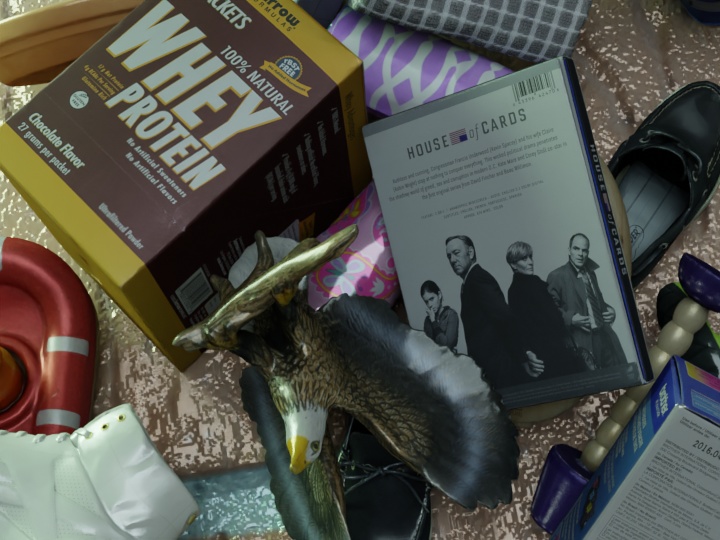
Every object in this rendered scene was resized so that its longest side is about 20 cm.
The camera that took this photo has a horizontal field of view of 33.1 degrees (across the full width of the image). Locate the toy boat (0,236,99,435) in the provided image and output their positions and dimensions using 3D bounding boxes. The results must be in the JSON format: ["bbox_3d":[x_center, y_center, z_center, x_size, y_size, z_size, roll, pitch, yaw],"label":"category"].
[{"bbox_3d":[-0.251,0.068,0.808,0.129,0.131,0.201,-1,65,3],"label":"toy boat"}]

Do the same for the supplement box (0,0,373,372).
[{"bbox_3d":[-0.108,-0.069,0.815,0.133,0.197,0.200,43,78,15],"label":"supplement box"}]

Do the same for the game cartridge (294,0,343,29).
[{"bbox_3d":[-0.015,-0.260,0.856,0.040,0.200,0.134,14,68,-9],"label":"game cartridge"}]

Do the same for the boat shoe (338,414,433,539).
[{"bbox_3d":[0.018,0.129,0.810,0.074,0.062,0.202,8,73,5],"label":"boat shoe"}]

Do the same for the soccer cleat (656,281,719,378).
[{"bbox_3d":[0.223,0.105,0.806,0.080,0.068,0.201,-18,71,7],"label":"soccer cleat"}]

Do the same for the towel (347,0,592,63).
[{"bbox_3d":[0.092,-0.254,0.826,0.164,0.086,0.201,12,106,-12],"label":"towel"}]

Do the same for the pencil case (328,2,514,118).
[{"bbox_3d":[0.059,-0.123,0.886,0.199,0.084,0.086,28,86,15],"label":"pencil case"}]

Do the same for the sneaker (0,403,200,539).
[{"bbox_3d":[-0.188,0.117,0.729,0.199,0.074,0.116,34,64,19],"label":"sneaker"}]

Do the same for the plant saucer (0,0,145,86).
[{"bbox_3d":[-0.181,-0.168,0.868,0.199,0.200,0.038,-14,97,-1],"label":"plant saucer"}]

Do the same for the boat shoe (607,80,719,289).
[{"bbox_3d":[0.210,-0.063,0.861,0.074,0.066,0.200,37,77,13],"label":"boat shoe"}]

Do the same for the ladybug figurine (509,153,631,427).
[{"bbox_3d":[0.118,0.003,0.801,0.135,0.072,0.202,13,102,31],"label":"ladybug figurine"}]

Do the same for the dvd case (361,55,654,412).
[{"bbox_3d":[0.088,-0.015,0.760,0.149,0.025,0.202,-15,87,33],"label":"dvd case"}]

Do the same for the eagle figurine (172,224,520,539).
[{"bbox_3d":[-0.019,0.081,0.737,0.151,0.200,0.151,-2,46,49],"label":"eagle figurine"}]

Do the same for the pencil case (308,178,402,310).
[{"bbox_3d":[0.000,0.000,0.847,0.087,0.088,0.200,40,77,15],"label":"pencil case"}]

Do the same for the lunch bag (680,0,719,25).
[{"bbox_3d":[0.268,-0.297,0.908,0.135,0.132,0.201,-23,72,11],"label":"lunch bag"}]

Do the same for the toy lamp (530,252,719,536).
[{"bbox_3d":[0.176,0.086,0.783,0.058,0.058,0.201,35,103,15],"label":"toy lamp"}]

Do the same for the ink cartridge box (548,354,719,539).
[{"bbox_3d":[0.209,0.146,0.718,0.136,0.076,0.201,29,114,0],"label":"ink cartridge box"}]
